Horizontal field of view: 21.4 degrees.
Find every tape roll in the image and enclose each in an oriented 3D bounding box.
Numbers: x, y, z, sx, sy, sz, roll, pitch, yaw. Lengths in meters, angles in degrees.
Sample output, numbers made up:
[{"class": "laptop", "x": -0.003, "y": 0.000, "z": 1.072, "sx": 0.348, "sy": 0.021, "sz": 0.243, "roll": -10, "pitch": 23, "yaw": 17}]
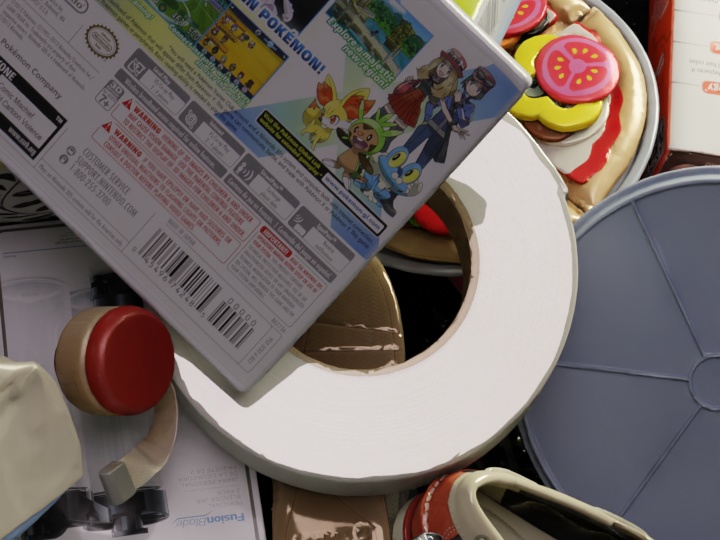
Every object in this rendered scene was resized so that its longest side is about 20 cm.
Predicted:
[{"class": "tape roll", "x": 0.000, "y": 0.000, "z": 0.866, "sx": 0.201, "sy": 0.037, "sz": 0.205, "roll": 1, "pitch": 73, "yaw": -2}]

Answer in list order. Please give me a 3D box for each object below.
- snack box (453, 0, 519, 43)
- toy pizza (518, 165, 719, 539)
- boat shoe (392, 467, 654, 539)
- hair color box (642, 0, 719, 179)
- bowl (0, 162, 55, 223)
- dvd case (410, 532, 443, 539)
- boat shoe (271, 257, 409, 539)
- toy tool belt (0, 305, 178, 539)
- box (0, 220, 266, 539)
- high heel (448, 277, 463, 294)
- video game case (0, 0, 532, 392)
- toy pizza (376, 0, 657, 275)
[{"class": "snack box", "x": 0.016, "y": -0.172, "z": 0.897, "sx": 0.141, "sy": 0.053, "sz": 0.201, "roll": 16, "pitch": 51, "yaw": 14}, {"class": "toy pizza", "x": 0.170, "y": 0.050, "z": 0.906, "sx": 0.198, "sy": 0.032, "sz": 0.202, "roll": 3, "pitch": 100, "yaw": 15}, {"class": "boat shoe", "x": 0.111, "y": 0.143, "z": 0.858, "sx": 0.199, "sy": 0.063, "sz": 0.072, "roll": 27, "pitch": 54, "yaw": -19}, {"class": "hair color box", "x": 0.209, "y": -0.129, "z": 1.039, "sx": 0.100, "sy": 0.061, "sz": 0.202, "roll": 9, "pitch": 61, "yaw": -3}, {"class": "bowl", "x": -0.143, "y": -0.098, "z": 0.933, "sx": 0.094, "sy": 0.200, "sz": 0.202, "roll": 31, "pitch": 55, "yaw": -35}, {"class": "dvd case", "x": 0.015, "y": 0.234, "z": 0.796, "sx": 0.150, "sy": 0.025, "sz": 0.201, "roll": -33, "pitch": 72, "yaw": 18}, {"class": "boat shoe", "x": -0.011, "y": 0.088, "z": 0.896, "sx": 0.071, "sy": 0.065, "sz": 0.202, "roll": -4, "pitch": 66, "yaw": 1}, {"class": "toy tool belt", "x": -0.183, "y": 0.072, "z": 0.790, "sx": 0.200, "sy": 0.122, "sz": 0.126, "roll": -38, "pitch": 117, "yaw": -41}, {"class": "box", "x": -0.109, "y": 0.075, "z": 0.891, "sx": 0.115, "sy": 0.060, "sz": 0.202, "roll": -5, "pitch": 64, "yaw": -10}, {"class": "high heel", "x": 0.142, "y": 0.002, "z": 0.942, "sx": 0.198, "sy": 0.096, "sz": 0.068, "roll": 19, "pitch": 62, "yaw": 2}, {"class": "video game case", "x": -0.060, "y": -0.081, "z": 0.805, "sx": 0.200, "sy": 0.022, "sz": 0.182, "roll": 43, "pitch": 100, "yaw": 1}, {"class": "toy pizza", "x": 0.052, "y": -0.086, "z": 0.978, "sx": 0.198, "sy": 0.032, "sz": 0.202, "roll": -4, "pitch": 56, "yaw": 7}]
